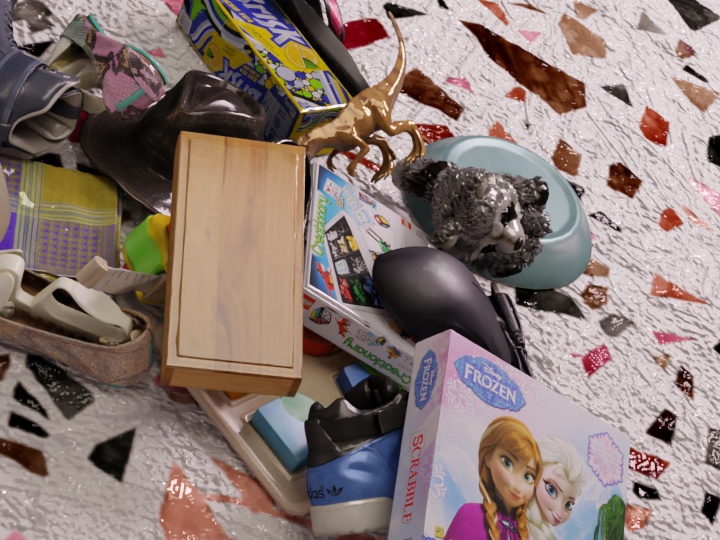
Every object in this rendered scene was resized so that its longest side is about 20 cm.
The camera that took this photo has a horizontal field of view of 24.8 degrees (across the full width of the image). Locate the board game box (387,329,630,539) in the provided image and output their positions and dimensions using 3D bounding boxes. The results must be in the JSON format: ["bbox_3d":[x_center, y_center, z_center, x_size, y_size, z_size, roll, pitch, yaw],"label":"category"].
[{"bbox_3d":[0.111,0.173,1.183,0.200,0.041,0.200,31,53,-31],"label":"board game box"}]

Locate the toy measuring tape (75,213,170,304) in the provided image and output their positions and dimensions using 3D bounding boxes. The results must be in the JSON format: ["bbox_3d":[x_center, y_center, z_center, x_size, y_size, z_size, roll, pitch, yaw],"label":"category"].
[{"bbox_3d":[-0.168,-0.012,1.256,0.074,0.074,0.200,45,14,20],"label":"toy measuring tape"}]

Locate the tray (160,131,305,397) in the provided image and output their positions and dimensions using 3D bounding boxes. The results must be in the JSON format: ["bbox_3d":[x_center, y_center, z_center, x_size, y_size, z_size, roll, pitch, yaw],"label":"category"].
[{"bbox_3d":[-0.093,-0.007,1.217,0.099,0.037,0.200,6,60,-12],"label":"tray"}]

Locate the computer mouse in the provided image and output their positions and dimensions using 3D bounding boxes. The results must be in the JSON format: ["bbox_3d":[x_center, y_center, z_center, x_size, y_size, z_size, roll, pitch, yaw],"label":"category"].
[{"bbox_3d":[0.088,0.032,1.341,0.200,0.053,0.139,32,31,-43],"label":"computer mouse"}]

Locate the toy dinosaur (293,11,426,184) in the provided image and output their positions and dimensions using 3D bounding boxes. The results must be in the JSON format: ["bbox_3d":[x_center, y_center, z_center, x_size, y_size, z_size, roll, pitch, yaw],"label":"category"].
[{"bbox_3d":[0.014,-0.142,1.466,0.200,0.060,0.106,-47,110,-32],"label":"toy dinosaur"}]

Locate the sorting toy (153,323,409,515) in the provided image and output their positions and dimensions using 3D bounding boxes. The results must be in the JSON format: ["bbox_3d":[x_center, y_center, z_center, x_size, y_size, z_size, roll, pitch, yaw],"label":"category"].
[{"bbox_3d":[-0.044,0.084,1.284,0.185,0.036,0.200,-23,61,-44],"label":"sorting toy"}]

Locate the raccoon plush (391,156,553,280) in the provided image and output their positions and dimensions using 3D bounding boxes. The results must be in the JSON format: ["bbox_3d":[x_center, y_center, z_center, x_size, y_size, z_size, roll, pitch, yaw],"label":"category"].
[{"bbox_3d":[0.069,-0.054,1.415,0.200,0.097,0.134,13,-1,38],"label":"raccoon plush"}]

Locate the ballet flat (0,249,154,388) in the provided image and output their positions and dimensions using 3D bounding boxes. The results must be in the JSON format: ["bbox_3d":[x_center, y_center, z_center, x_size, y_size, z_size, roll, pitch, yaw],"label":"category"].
[{"bbox_3d":[-0.242,0.021,1.208,0.200,0.067,0.068,21,46,-9],"label":"ballet flat"}]

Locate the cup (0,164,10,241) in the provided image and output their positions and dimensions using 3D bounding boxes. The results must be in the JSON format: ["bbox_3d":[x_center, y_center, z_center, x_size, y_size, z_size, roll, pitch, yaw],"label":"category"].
[{"bbox_3d":[-0.354,-0.095,1.168,0.200,0.143,0.200,5,39,-4],"label":"cup"}]

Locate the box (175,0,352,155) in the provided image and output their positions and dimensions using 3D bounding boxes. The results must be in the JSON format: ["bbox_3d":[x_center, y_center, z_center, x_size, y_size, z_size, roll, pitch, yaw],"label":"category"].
[{"bbox_3d":[-0.091,-0.196,1.537,0.070,0.064,0.200,-12,55,-39],"label":"box"}]

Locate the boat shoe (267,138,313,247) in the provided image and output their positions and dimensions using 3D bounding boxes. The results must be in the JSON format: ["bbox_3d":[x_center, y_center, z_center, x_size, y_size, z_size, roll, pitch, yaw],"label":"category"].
[{"bbox_3d":[-0.081,-0.026,1.285,0.074,0.063,0.201,44,36,-31],"label":"boat shoe"}]

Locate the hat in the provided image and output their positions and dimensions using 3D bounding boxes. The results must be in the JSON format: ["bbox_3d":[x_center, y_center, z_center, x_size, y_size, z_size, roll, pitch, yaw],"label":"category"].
[{"bbox_3d":[-0.134,-0.119,1.402,0.200,0.081,0.201,21,35,-15],"label":"hat"}]

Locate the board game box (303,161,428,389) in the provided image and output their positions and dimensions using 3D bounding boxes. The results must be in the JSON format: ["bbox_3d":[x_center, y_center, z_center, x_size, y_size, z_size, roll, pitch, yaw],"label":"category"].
[{"bbox_3d":[0.000,0.000,1.359,0.126,0.035,0.200,32,28,-18],"label":"board game box"}]

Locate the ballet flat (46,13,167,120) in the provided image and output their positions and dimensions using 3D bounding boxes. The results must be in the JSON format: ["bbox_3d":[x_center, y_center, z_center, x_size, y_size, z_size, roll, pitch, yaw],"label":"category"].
[{"bbox_3d":[-0.228,-0.173,1.405,0.071,0.069,0.200,-37,31,-9],"label":"ballet flat"}]

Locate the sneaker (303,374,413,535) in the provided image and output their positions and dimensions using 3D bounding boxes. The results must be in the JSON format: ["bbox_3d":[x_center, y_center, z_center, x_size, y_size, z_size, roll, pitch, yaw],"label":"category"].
[{"bbox_3d":[0.043,0.129,1.220,0.200,0.077,0.111,-4,84,-35],"label":"sneaker"}]

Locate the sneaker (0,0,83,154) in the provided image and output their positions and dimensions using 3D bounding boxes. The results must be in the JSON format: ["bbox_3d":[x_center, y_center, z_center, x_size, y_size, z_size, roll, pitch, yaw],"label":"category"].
[{"bbox_3d":[-0.290,-0.177,1.377,0.146,0.077,0.202,20,43,2],"label":"sneaker"}]

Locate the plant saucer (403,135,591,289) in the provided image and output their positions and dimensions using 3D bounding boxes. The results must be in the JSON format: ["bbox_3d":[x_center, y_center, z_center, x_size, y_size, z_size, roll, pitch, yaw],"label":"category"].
[{"bbox_3d":[0.138,-0.067,1.557,0.200,0.036,0.200,16,40,-14],"label":"plant saucer"}]

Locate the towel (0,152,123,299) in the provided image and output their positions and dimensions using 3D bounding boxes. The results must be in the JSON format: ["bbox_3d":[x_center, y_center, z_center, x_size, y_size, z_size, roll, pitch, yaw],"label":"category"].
[{"bbox_3d":[-0.283,-0.048,1.296,0.200,0.023,0.144,15,42,-16],"label":"towel"}]

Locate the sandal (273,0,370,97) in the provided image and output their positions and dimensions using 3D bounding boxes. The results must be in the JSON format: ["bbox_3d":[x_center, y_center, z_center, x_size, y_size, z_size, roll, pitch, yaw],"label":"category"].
[{"bbox_3d":[-0.039,-0.235,1.574,0.045,0.075,0.200,-37,91,-15],"label":"sandal"}]
